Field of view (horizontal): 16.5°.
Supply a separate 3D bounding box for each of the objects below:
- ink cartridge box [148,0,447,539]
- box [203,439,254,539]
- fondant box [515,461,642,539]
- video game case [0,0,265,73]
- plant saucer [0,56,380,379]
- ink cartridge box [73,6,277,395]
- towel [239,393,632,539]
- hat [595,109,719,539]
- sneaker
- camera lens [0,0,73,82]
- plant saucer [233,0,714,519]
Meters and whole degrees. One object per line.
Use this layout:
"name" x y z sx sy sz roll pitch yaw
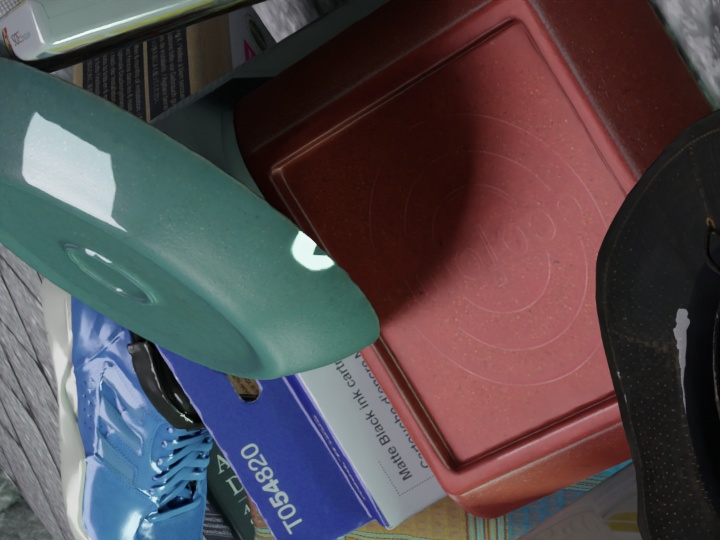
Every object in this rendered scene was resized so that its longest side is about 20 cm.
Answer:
"ink cartridge box" 0.000 0.000 1.036 0.200 0.199 0.041 58 -167 -4
"box" -0.058 0.044 1.390 0.201 0.148 0.107 58 165 -4
"fondant box" 0.109 0.147 1.075 0.058 0.144 0.200 53 164 19
"video game case" -0.046 -0.112 0.941 0.182 0.199 0.023 176 75 -73
"plant saucer" -0.087 -0.011 0.942 0.199 0.036 0.200 28 166 8
"ink cartridge box" -0.056 -0.035 1.184 0.200 0.075 0.165 53 -161 -38
"towel" 0.041 0.104 1.172 0.147 0.198 0.022 82 -167 -58
"hat" 0.152 0.037 0.813 0.200 0.080 0.202 172 90 -71
"sneaker" -0.094 0.083 1.269 0.111 0.077 0.201 2 106 40
"camera lens" -0.180 -0.132 1.398 0.201 0.159 0.160 59 165 -7
"plant saucer" 0.054 -0.011 0.940 0.199 0.037 0.201 -29 95 41
